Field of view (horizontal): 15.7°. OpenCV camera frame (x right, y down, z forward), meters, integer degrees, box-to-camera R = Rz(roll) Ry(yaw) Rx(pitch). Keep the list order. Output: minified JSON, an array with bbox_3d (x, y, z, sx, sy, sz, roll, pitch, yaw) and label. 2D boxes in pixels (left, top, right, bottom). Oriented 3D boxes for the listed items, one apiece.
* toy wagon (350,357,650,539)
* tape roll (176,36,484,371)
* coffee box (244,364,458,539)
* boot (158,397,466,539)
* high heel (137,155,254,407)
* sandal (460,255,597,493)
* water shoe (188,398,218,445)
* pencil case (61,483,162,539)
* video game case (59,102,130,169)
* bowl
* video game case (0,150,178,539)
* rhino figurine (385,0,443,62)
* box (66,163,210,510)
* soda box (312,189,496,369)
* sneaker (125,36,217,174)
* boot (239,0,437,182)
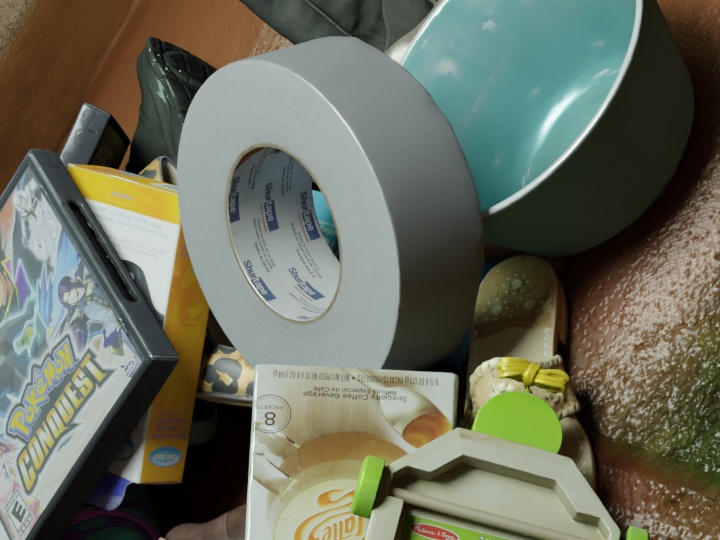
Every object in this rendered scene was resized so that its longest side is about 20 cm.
[{"bbox_3d":[0.069,0.141,1.347,0.040,0.155,0.200,102,-177,-62],"label":"toy wagon"},{"bbox_3d":[-0.020,-0.029,1.478,0.200,0.066,0.201,25,125,43],"label":"tape roll"},{"bbox_3d":[-0.006,0.158,1.399,0.080,0.114,0.201,94,178,-64],"label":"coffee box"},{"bbox_3d":[-0.023,0.137,1.543,0.200,0.072,0.167,8,56,55],"label":"boot"},{"bbox_3d":[-0.079,0.009,1.617,0.200,0.071,0.143,11,91,32],"label":"high heel"},{"bbox_3d":[0.080,0.063,1.440,0.077,0.070,0.212,-15,46,17],"label":"sandal"},{"bbox_3d":[-0.135,0.035,1.720,0.200,0.071,0.079,-113,29,-52],"label":"water shoe"},{"bbox_3d":[-0.182,0.132,1.704,0.085,0.093,0.200,-18,35,-3],"label":"pencil case"},{"bbox_3d":[-0.213,-0.022,1.815,0.200,0.025,0.181,122,172,-87],"label":"video game case"},{"bbox_3d":[0.115,-0.088,1.511,0.201,0.105,0.201,-32,39,31],"label":"bowl"},{"bbox_3d":[-0.204,0.060,1.602,0.200,0.025,0.181,-55,51,28],"label":"video game case"},{"bbox_3d":[0.055,-0.123,1.629,0.200,0.087,0.060,-49,34,8],"label":"rhino figurine"},{"bbox_3d":[-0.147,0.043,1.601,0.119,0.041,0.201,16,101,46],"label":"box"},{"bbox_3d":[0.000,0.000,1.613,0.200,0.064,0.068,17,76,55],"label":"soda box"},{"bbox_3d":[-0.136,-0.094,1.859,0.091,0.076,0.200,-51,29,23],"label":"sneaker"},{"bbox_3d":[-0.058,-0.168,1.705,0.182,0.200,0.073,-49,34,9],"label":"boot"}]
